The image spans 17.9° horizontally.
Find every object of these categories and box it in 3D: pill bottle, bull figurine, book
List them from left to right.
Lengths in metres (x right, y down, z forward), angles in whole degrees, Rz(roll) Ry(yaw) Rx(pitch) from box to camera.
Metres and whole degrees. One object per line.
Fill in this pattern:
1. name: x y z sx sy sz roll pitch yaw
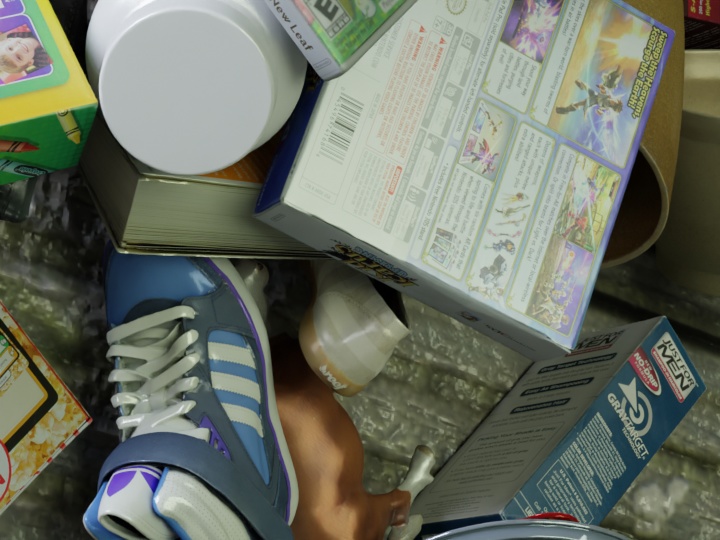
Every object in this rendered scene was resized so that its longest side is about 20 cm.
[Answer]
1. pill bottle: -0.081 -0.123 1.183 0.113 0.113 0.200 54 13 -18
2. book: -0.053 -0.059 1.252 0.200 0.134 0.048 4 121 -27
3. bull figurine: -0.029 0.086 1.297 0.121 0.065 0.200 -18 91 -44

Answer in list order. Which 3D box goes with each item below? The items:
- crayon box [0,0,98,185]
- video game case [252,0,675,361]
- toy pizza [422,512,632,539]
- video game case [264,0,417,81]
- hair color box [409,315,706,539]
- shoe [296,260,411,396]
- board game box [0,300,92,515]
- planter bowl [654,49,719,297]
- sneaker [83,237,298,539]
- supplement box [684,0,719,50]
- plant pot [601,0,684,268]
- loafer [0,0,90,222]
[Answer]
1. crayon box: -0.224 -0.133 1.121 0.119 0.058 0.200 -16 68 -27
2. video game case: 0.058 -0.079 1.216 0.181 0.045 0.200 27 69 -18
3. toy pizza: 0.077 0.192 1.289 0.200 0.200 0.032 27 39 -34
4. video game case: -0.012 -0.221 1.150 0.182 0.022 0.200 53 51 -14
5. hair color box: 0.117 0.114 1.394 0.200 0.100 0.061 -45 110 -38
6. shoe: 0.000 0.000 1.288 0.070 0.053 0.200 39 21 -21
7. board game box: -0.245 0.048 1.129 0.200 0.046 0.152 56 50 -17
8. planter bowl: 0.262 -0.058 1.520 0.200 0.200 0.135 -13 115 -42
9. sneaker: -0.101 0.076 1.183 0.200 0.080 0.146 71 22 -7
10. supplement box: 0.215 -0.216 1.587 0.200 0.061 0.109 5 77 -39
11. plant pot: 0.124 -0.135 1.405 0.186 0.186 0.200 40 55 -27
12. loafer: -0.170 -0.106 1.203 0.070 0.068 0.201 29 51 -12
